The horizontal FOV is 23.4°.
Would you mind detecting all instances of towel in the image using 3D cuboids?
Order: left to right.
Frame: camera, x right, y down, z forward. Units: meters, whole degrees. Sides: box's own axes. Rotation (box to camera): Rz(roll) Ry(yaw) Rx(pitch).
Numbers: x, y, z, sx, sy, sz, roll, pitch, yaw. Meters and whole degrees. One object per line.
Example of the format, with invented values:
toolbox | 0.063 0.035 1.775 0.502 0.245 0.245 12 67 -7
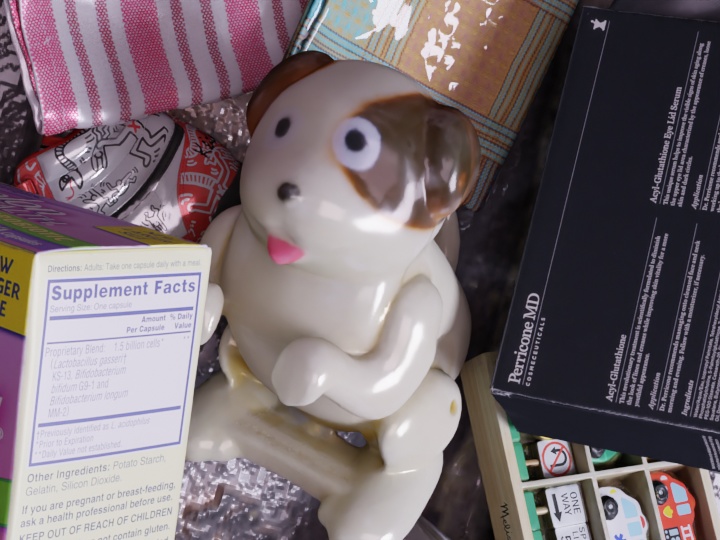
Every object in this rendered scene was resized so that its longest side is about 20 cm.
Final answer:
towel | -0.076 -0.153 0.824 0.199 0.030 0.148 -15 102 -29
towel | 0.048 -0.144 0.864 0.146 0.022 0.201 22 93 -32

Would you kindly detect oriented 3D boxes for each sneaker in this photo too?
sneaker | -0.143 0.007 0.849 0.108 0.067 0.202 37 87 -12

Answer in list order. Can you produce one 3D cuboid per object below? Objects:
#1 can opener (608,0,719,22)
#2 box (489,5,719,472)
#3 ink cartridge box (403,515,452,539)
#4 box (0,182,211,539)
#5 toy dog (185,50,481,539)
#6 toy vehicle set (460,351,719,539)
can opener | 0.225 -0.124 0.883 0.198 0.067 0.054 0 102 9
box | 0.155 -0.014 0.829 0.140 0.079 0.202 11 73 17
ink cartridge box | 0.025 0.247 0.905 0.146 0.084 0.200 39 89 -13
box | -0.169 0.069 0.764 0.096 0.175 0.202 -2 105 -49
toy dog | 0.000 0.000 0.800 0.193 0.139 0.201 -36 144 -30
toy vehicle set | 0.127 0.136 0.881 0.123 0.026 0.202 -5 76 -30
